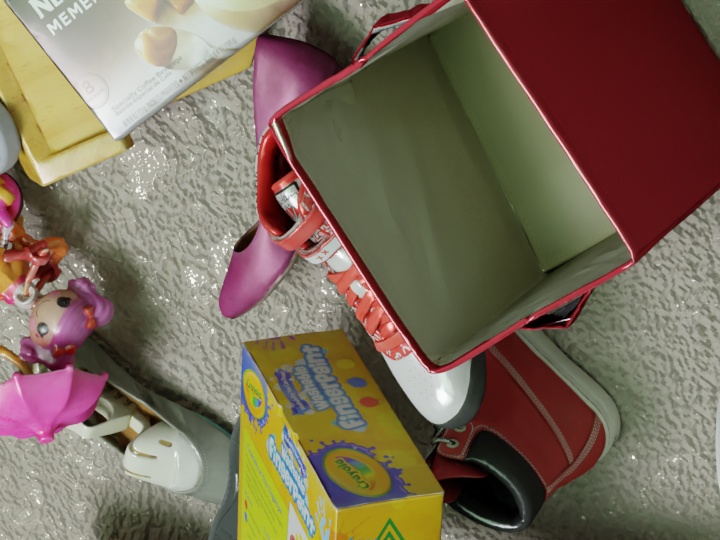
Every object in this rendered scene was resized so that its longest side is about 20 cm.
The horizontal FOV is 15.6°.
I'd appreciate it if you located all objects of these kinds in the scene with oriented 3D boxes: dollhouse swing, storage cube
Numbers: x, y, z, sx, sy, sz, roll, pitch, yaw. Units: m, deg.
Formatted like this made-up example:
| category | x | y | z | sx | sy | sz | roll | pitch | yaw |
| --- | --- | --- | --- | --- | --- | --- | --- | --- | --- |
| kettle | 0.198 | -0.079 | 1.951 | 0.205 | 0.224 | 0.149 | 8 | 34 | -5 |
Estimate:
| category | x | y | z | sx | sy | sz | roll | pitch | yaw |
| --- | --- | --- | --- | --- | --- | --- | --- | --- | --- |
| dollhouse swing | -0.178 | -0.185 | 1.732 | 0.200 | 0.176 | 0.182 | 65 | 172 | -9 |
| storage cube | 0.092 | -0.076 | 1.498 | 0.171 | 0.180 | 0.200 | -32 | 93 | 41 |

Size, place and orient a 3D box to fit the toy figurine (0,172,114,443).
| category | x | y | z | sx | sy | sz | roll | pitch | yaw |
| --- | --- | --- | --- | --- | --- | --- | --- | --- | --- |
| toy figurine | -0.245 | 0.028 | 1.808 | 0.184 | 0.200 | 0.150 | 37 | 169 | 8 |

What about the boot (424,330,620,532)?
| category | x | y | z | sx | sy | sz | roll | pitch | yaw |
| --- | --- | --- | --- | --- | --- | --- | --- | --- | --- |
| boot | 0.051 | 0.070 | 1.626 | 0.200 | 0.144 | 0.072 | 41 | 130 | 12 |

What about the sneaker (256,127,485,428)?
| category | x | y | z | sx | sy | sz | roll | pitch | yaw |
| --- | --- | --- | --- | --- | --- | --- | --- | --- | --- |
| sneaker | -0.001 | 0.000 | 1.554 | 0.067 | 0.108 | 0.202 | -32 | 66 | 42 |

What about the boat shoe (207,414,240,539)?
| category | x | y | z | sx | sy | sz | roll | pitch | yaw |
| --- | --- | --- | --- | --- | --- | --- | --- | --- | --- |
| boat shoe | -0.048 | 0.143 | 1.795 | 0.074 | 0.065 | 0.202 | 38 | 125 | 31 |

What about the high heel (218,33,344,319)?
| category | x | y | z | sx | sy | sz | roll | pitch | yaw |
| --- | --- | --- | --- | --- | --- | --- | --- | --- | --- |
| high heel | -0.065 | -0.060 | 1.683 | 0.096 | 0.067 | 0.200 | 30 | 116 | -7 |

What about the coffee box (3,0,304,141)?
| category | x | y | z | sx | sy | sz | roll | pitch | yaw |
| --- | --- | --- | --- | --- | --- | --- | --- | --- | --- |
| coffee box | -0.099 | -0.185 | 1.594 | 0.200 | 0.080 | 0.114 | -35 | 97 | 19 |

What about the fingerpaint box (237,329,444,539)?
| category | x | y | z | sx | sy | sz | roll | pitch | yaw |
| --- | --- | --- | --- | --- | --- | --- | --- | --- | --- |
| fingerpaint box | -0.015 | 0.158 | 1.635 | 0.200 | 0.073 | 0.167 | -125 | 32 | -57 |

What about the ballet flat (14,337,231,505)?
| category | x | y | z | sx | sy | sz | roll | pitch | yaw |
| --- | --- | --- | --- | --- | --- | --- | --- | --- | --- |
| ballet flat | -0.161 | 0.113 | 1.852 | 0.200 | 0.064 | 0.067 | 35 | 128 | 16 |

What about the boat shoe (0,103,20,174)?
| category | x | y | z | sx | sy | sz | roll | pitch | yaw |
| --- | --- | --- | --- | --- | --- | --- | --- | --- | --- |
| boat shoe | -0.310 | -0.083 | 1.725 | 0.199 | 0.068 | 0.074 | 9 | 123 | 36 |

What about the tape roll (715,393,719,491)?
| category | x | y | z | sx | sy | sz | roll | pitch | yaw |
| --- | --- | --- | --- | --- | --- | --- | --- | --- | --- |
| tape roll | 0.305 | 0.107 | 1.426 | 0.139 | 0.203 | 0.203 | -19 | 101 | 41 |
